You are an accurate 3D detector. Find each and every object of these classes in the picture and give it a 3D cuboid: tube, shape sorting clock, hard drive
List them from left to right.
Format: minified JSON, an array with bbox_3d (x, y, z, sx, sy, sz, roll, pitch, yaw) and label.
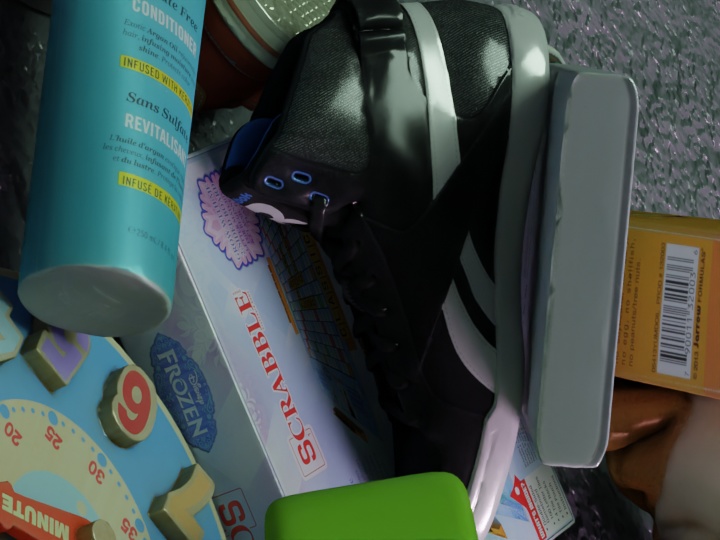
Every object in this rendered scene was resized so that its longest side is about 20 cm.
[{"bbox_3d":[-0.096,0.091,0.936,0.200,0.039,0.201,36,43,-43],"label":"shape sorting clock"},{"bbox_3d":[-0.080,-0.077,0.990,0.077,0.050,0.201,41,45,-49],"label":"tube"},{"bbox_3d":[0.076,-0.008,1.072,0.200,0.026,0.133,-83,177,-85],"label":"hard drive"}]

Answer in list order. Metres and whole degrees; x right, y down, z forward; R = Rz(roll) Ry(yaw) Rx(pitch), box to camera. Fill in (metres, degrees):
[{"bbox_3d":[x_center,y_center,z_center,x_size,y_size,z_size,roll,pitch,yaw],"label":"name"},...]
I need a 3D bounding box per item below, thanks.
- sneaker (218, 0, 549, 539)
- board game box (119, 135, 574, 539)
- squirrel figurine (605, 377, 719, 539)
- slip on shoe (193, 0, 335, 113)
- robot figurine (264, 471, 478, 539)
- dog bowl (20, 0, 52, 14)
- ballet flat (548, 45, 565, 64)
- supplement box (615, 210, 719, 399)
[{"bbox_3d":[0.000,0.000,1.051,0.111,0.073,0.202,5,91,-17],"label":"sneaker"},{"bbox_3d":[-0.009,0.040,1.107,0.199,0.041,0.201,-26,94,-60],"label":"board game box"},{"bbox_3d":[0.168,0.135,1.219,0.200,0.141,0.188,-19,108,-71],"label":"squirrel figurine"},{"bbox_3d":[-0.036,-0.100,1.142,0.074,0.061,0.200,54,18,-2],"label":"slip on shoe"},{"bbox_3d":[0.018,0.167,0.933,0.176,0.115,0.201,96,-16,-56],"label":"robot figurine"},{"bbox_3d":[-0.110,-0.196,1.082,0.200,0.058,0.201,37,42,-43],"label":"dog bowl"},{"bbox_3d":[0.050,-0.076,1.240,0.200,0.069,0.070,43,31,-76],"label":"ballet flat"},{"bbox_3d":[0.122,0.011,1.176,0.066,0.200,0.069,2,96,-27],"label":"supplement box"}]
